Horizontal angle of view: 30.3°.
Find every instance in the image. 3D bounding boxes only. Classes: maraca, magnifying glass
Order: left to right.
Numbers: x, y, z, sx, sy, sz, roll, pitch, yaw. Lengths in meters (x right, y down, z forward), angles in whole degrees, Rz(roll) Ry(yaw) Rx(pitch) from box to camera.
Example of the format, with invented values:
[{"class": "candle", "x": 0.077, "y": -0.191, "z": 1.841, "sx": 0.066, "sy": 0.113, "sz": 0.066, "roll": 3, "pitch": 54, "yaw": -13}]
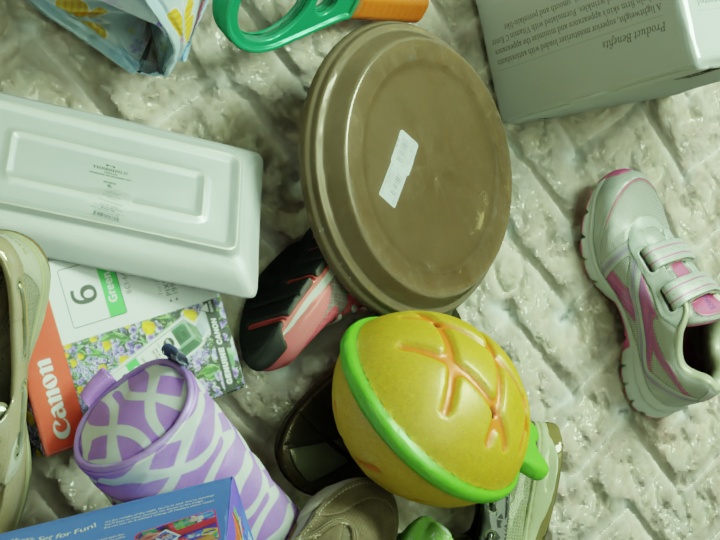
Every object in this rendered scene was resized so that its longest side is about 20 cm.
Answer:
[{"class": "magnifying glass", "x": -0.021, "y": -0.182, "z": 0.887, "sx": 0.200, "sy": 0.080, "sz": 0.022, "roll": -8, "pitch": 45, "yaw": -50}, {"class": "maraca", "x": 0.055, "y": 0.085, "z": 0.828, "sx": 0.200, "sy": 0.107, "sz": 0.137, "roll": 9, "pitch": 45, "yaw": -59}]

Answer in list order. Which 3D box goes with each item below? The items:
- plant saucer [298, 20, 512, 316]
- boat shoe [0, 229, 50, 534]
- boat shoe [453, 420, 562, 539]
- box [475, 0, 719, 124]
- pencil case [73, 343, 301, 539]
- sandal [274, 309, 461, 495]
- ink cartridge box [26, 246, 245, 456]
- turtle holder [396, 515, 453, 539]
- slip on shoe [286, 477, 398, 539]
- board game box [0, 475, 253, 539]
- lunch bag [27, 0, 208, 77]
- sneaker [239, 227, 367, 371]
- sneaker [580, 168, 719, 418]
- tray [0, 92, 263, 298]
[{"class": "plant saucer", "x": 0.039, "y": -0.065, "z": 0.872, "sx": 0.200, "sy": 0.029, "sz": 0.201, "roll": 5, "pitch": 83, "yaw": -46}, {"class": "boat shoe", "x": -0.210, "y": 0.078, "z": 0.707, "sx": 0.072, "sy": 0.065, "sz": 0.201, "roll": 12, "pitch": 93, "yaw": -2}, {"class": "boat shoe", "x": 0.089, "y": 0.199, "z": 0.925, "sx": 0.066, "sy": 0.072, "sz": 0.202, "roll": 13, "pitch": 89, "yaw": -2}, {"class": "box", "x": 0.224, "y": -0.199, "z": 0.978, "sx": 0.199, "sy": 0.199, "sz": 0.131, "roll": -13, "pitch": 92, "yaw": -34}, {"class": "pencil case", "x": -0.088, "y": 0.138, "z": 0.767, "sx": 0.084, "sy": 0.085, "sz": 0.200, "roll": -48, "pitch": 128, "yaw": -24}, {"class": "sandal", "x": 0.003, "y": 0.079, "z": 0.892, "sx": 0.082, "sy": 0.054, "sz": 0.200, "roll": 58, "pitch": 44, "yaw": -20}, {"class": "ink cartridge box", "x": -0.174, "y": 0.047, "z": 0.777, "sx": 0.200, "sy": 0.050, "sz": 0.109, "roll": -17, "pitch": 94, "yaw": -34}, {"class": "turtle holder", "x": 0.022, "y": 0.264, "z": 0.829, "sx": 0.141, "sy": 0.132, "sz": 0.186, "roll": 50, "pitch": 61, "yaw": -17}, {"class": "slip on shoe", "x": -0.015, "y": 0.170, "z": 0.736, "sx": 0.200, "sy": 0.060, "sz": 0.076, "roll": -20, "pitch": 100, "yaw": -62}, {"class": "board game box", "x": -0.153, "y": 0.172, "z": 0.641, "sx": 0.199, "sy": 0.135, "sz": 0.045, "roll": -14, "pitch": 109, "yaw": 3}, {"class": "lunch bag", "x": -0.142, "y": -0.235, "z": 0.788, "sx": 0.200, "sy": 0.127, "sz": 0.170, "roll": 48, "pitch": 59, "yaw": -51}, {"class": "sneaker", "x": 0.000, "y": 0.000, "z": 0.883, "sx": 0.087, "sy": 0.074, "sz": 0.200, "roll": 47, "pitch": 62, "yaw": -21}, {"class": "sneaker", "x": 0.239, "y": 0.015, "z": 1.027, "sx": 0.081, "sy": 0.088, "sz": 0.201, "roll": -23, "pitch": 97, "yaw": -33}, {"class": "tray", "x": -0.150, "y": -0.052, "z": 0.780, "sx": 0.199, "sy": 0.022, "sz": 0.108, "roll": 12, "pitch": 58, "yaw": -20}]
